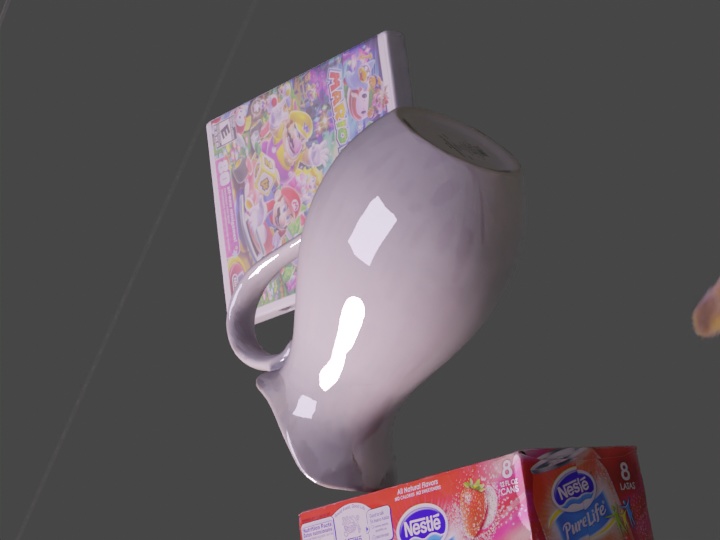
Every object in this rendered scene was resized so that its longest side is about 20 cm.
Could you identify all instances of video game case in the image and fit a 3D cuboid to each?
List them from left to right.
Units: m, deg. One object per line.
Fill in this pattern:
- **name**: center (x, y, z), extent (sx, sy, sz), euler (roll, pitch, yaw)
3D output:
- **video game case**: center (-0.031, -0.055, 1.310), extent (0.199, 0.018, 0.145), euler (-21, 73, 49)

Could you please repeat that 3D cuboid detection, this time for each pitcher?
- **pitcher**: center (0.000, 0.000, 1.179), extent (0.171, 0.121, 0.201), euler (41, 114, 38)

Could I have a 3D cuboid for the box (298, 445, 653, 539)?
- **box**: center (0.063, 0.163, 1.125), extent (0.199, 0.095, 0.101), euler (-23, 72, 49)
